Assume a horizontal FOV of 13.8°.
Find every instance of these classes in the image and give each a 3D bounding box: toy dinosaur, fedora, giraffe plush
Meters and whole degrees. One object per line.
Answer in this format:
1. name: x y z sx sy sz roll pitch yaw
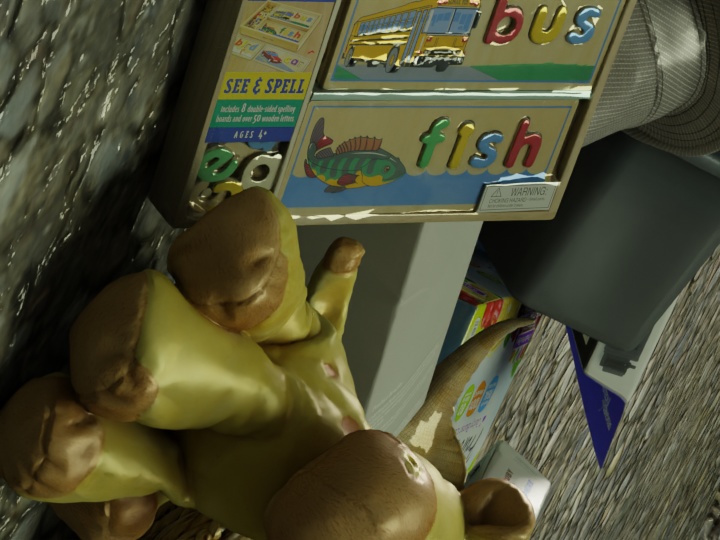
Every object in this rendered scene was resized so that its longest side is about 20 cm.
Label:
1. toy dinosaur: 0.017 0.086 1.614 0.200 0.101 0.058 -61 173 15
2. fedora: 0.083 -0.122 1.355 0.090 0.200 0.177 -30 -173 -22
3. giraffe plush: -0.028 0.086 1.211 0.173 0.162 0.200 -47 158 14

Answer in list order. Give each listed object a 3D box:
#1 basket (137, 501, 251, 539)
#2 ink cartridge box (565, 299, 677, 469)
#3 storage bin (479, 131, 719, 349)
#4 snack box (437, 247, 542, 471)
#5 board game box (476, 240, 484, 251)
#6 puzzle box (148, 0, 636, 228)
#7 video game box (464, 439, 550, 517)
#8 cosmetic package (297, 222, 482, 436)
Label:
1. basket: -0.083 0.168 1.373 0.200 0.142 0.149 -57 -157 18
2. ink cartridge box: 0.153 -0.014 1.763 0.198 0.043 0.200 -97 -154 -66
3. storage bin: 0.118 -0.061 1.576 0.135 0.145 0.200 -57 -154 16
4. snack box: 0.033 0.076 1.742 0.169 0.068 0.200 -66 165 9
5. board game box: 0.134 -0.107 1.843 0.200 0.037 0.152 -38 152 -60
6. puzzle box: 0.018 -0.080 1.243 0.200 0.025 0.133 -3 125 -33
7. video game box: 0.014 0.203 1.627 0.200 0.047 0.182 -49 180 23
8. cosmetic package: 0.000 0.000 1.441 0.107 0.090 0.200 -45 155 -52
